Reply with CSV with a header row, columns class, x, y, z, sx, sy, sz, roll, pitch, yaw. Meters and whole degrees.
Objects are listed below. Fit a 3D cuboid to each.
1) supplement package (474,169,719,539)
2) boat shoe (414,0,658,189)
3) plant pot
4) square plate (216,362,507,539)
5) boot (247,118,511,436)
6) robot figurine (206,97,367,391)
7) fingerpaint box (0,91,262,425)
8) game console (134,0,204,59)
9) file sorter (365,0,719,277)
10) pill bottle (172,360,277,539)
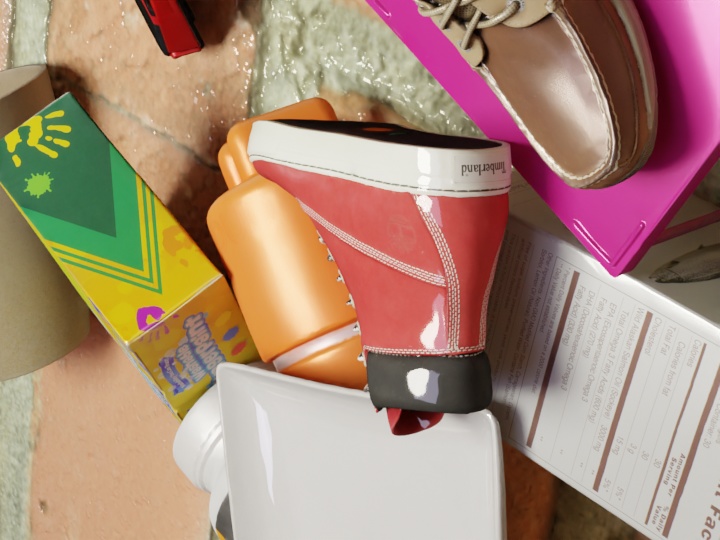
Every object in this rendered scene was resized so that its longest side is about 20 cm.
class,x,y,z,sx,sy,sz,roll,pitch,yaw
supplement package,0.142,0.037,0.711,0.200,0.117,0.117,32,123,34
boat shoe,0.049,-0.119,0.603,0.076,0.072,0.200,-40,73,47
plant pot,-0.283,-0.025,1.103,0.187,0.187,0.200,1,118,46
square plate,0.007,0.152,0.788,0.198,0.028,0.200,6,107,43
boot,0.000,0.000,0.725,0.200,0.072,0.144,23,114,59
robot figurine,-0.016,0.003,0.866,0.144,0.117,0.200,-27,82,35
fingerpaint box,-0.140,0.006,0.953,0.167,0.073,0.200,49,169,24
game console,-0.156,-0.237,0.918,0.200,0.031,0.177,62,174,10
file sorter,0.121,-0.127,0.672,0.200,0.125,0.139,51,134,22
pill bottle,-0.021,0.154,0.919,0.200,0.116,0.116,43,130,27
